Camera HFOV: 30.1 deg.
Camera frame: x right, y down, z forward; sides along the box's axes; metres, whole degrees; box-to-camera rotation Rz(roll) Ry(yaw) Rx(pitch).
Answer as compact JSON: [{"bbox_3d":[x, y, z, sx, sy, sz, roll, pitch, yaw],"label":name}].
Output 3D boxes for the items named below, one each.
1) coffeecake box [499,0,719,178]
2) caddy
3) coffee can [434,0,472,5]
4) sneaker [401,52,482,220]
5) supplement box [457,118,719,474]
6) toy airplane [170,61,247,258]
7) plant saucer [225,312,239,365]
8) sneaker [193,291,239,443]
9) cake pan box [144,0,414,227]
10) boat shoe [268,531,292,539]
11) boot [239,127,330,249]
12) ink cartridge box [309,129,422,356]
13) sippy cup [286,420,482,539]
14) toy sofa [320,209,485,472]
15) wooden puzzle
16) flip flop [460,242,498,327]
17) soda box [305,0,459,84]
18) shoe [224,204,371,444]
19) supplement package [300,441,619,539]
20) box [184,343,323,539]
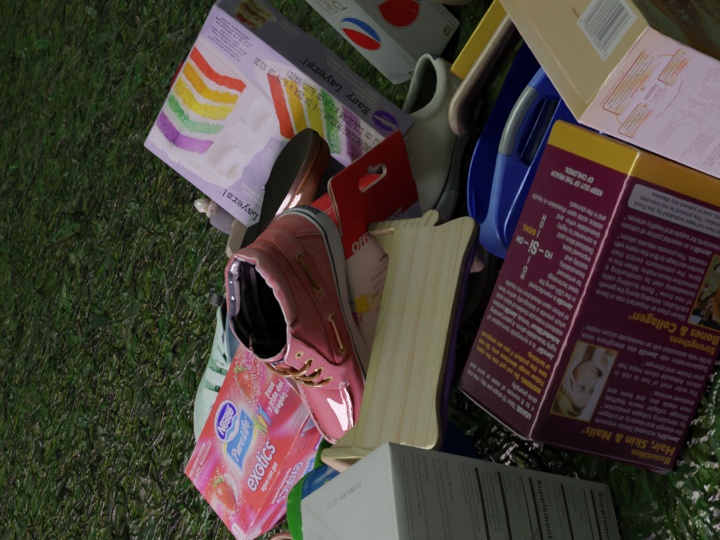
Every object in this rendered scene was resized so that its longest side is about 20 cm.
[{"bbox_3d":[0.202,-0.136,0.853,0.073,0.199,0.154,-54,37,28],"label":"coffeecake box"},{"bbox_3d":[0.153,-0.100,1.007,0.141,0.104,0.202,44,115,57],"label":"caddy"},{"bbox_3d":[0.101,-0.354,1.162,0.200,0.145,0.147,-49,40,37],"label":"coffee can"},{"bbox_3d":[0.047,-0.099,1.168,0.073,0.071,0.201,-22,44,49],"label":"sneaker"},{"bbox_3d":[0.172,0.018,0.906,0.103,0.130,0.202,34,106,59],"label":"supplement box"},{"bbox_3d":[-0.087,-0.118,1.326,0.141,0.199,0.201,-25,84,47],"label":"toy airplane"},{"bbox_3d":[-0.050,0.085,1.261,0.199,0.036,0.202,20,119,40],"label":"plant saucer"},{"bbox_3d":[-0.136,0.105,1.376,0.118,0.073,0.202,78,-157,-79],"label":"sneaker"},{"bbox_3d":[-0.072,-0.116,1.155,0.184,0.200,0.052,-50,2,46],"label":"cake pan box"},{"bbox_3d":[-0.023,0.282,1.167,0.199,0.066,0.075,17,91,59],"label":"boat shoe"},{"bbox_3d":[-0.052,-0.040,1.135,0.201,0.075,0.074,117,166,-45],"label":"boot"},{"bbox_3d":[0.000,0.000,1.071,0.067,0.116,0.202,3,117,33],"label":"ink cartridge box"},{"bbox_3d":[0.031,0.185,1.074,0.178,0.139,0.130,48,115,6],"label":"sippy cup"},{"bbox_3d":[0.048,0.062,0.984,0.097,0.083,0.202,-5,62,33],"label":"toy sofa"},{"bbox_3d":[0.120,-0.202,1.058,0.201,0.037,0.185,-62,-4,9],"label":"wooden puzzle"},{"bbox_3d":[0.054,0.016,1.166,0.200,0.057,0.082,-38,47,46],"label":"flip flop"},{"bbox_3d":[-0.004,-0.264,1.238,0.063,0.200,0.068,-5,50,59],"label":"soda box"},{"bbox_3d":[-0.045,0.059,0.994,0.071,0.091,0.202,3,116,34],"label":"shoe"},{"bbox_3d":[0.074,0.202,0.915,0.114,0.199,0.110,-41,45,44],"label":"supplement package"},{"bbox_3d":[-0.069,0.138,1.203,0.095,0.102,0.201,46,134,23],"label":"box"}]
